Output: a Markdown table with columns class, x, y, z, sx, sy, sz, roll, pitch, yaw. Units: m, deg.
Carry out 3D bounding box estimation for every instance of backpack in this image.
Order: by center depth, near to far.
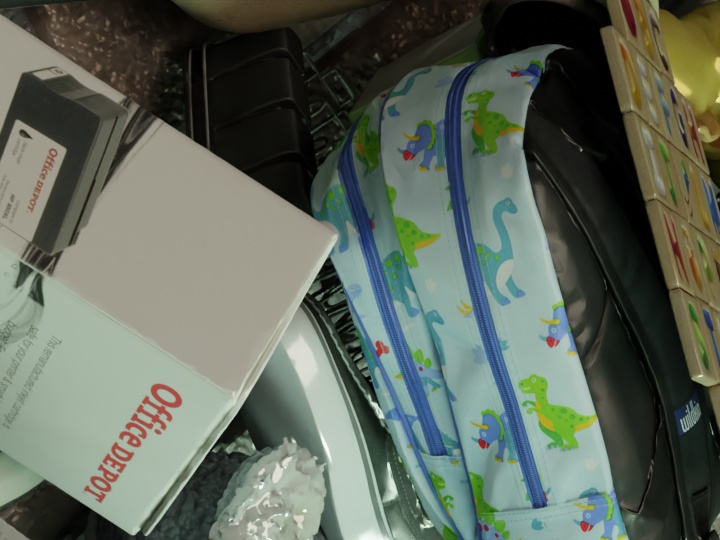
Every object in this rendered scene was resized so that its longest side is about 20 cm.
| class | x | y | z | sx | sy | sz | roll | pitch | yaw |
| --- | --- | --- | --- | --- | --- | --- | --- | --- | --- |
| backpack | 0.067 | 0.013 | 1.074 | 0.163 | 0.153 | 0.200 | -49 | 136 | -53 |

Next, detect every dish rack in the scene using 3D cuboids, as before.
| class | x | y | z | sx | sy | sz | roll | pitch | yaw |
| --- | --- | --- | --- | --- | --- | --- | --- | --- | --- |
| dish rack | 0.000 | 0.000 | 1.182 | 0.200 | 0.054 | 0.154 | 52 | 19 | -34 |

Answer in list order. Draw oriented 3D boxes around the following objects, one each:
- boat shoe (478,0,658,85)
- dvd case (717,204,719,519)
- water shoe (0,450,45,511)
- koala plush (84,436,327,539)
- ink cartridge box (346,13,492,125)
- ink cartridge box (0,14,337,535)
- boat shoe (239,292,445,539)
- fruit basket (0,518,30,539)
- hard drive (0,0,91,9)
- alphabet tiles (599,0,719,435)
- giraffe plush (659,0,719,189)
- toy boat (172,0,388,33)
| class | x | y | z | sx | sy | sz | roll | pitch | yaw |
| --- | --- | --- | --- | --- | --- | --- | --- | --- | --- |
| boat shoe | 0.078 | -0.101 | 1.145 | 0.200 | 0.074 | 0.074 | 50 | 44 | -66 |
| dvd case | 0.189 | 0.035 | 1.301 | 0.150 | 0.200 | 0.025 | 54 | 26 | -24 |
| water shoe | -0.119 | 0.025 | 1.107 | 0.200 | 0.071 | 0.079 | -40 | 109 | -37 |
| koala plush | -0.062 | 0.162 | 1.087 | 0.183 | 0.177 | 0.201 | 7 | 86 | -26 |
| ink cartridge box | 0.076 | -0.006 | 1.213 | 0.200 | 0.067 | 0.117 | 60 | 13 | -8 |
| ink cartridge box | -0.127 | -0.008 | 1.003 | 0.200 | 0.145 | 0.084 | 33 | 60 | -3 |
| boat shoe | 0.001 | 0.080 | 1.120 | 0.057 | 0.069 | 0.200 | -35 | 128 | -21 |
| fruit basket | -0.138 | 0.193 | 0.983 | 0.185 | 0.200 | 0.094 | -57 | 151 | -3 |
| hard drive | -0.162 | -0.179 | 0.978 | 0.139 | 0.038 | 0.200 | -11 | 65 | -40 |
| alphabet tiles | 0.128 | -0.016 | 1.077 | 0.166 | 0.006 | 0.201 | 21 | 53 | -71 |
| giraffe plush | 0.153 | -0.085 | 1.311 | 0.162 | 0.200 | 0.173 | -7 | 94 | -12 |
| toy boat | -0.037 | -0.179 | 1.103 | 0.200 | 0.130 | 0.131 | 38 | 42 | -65 |
